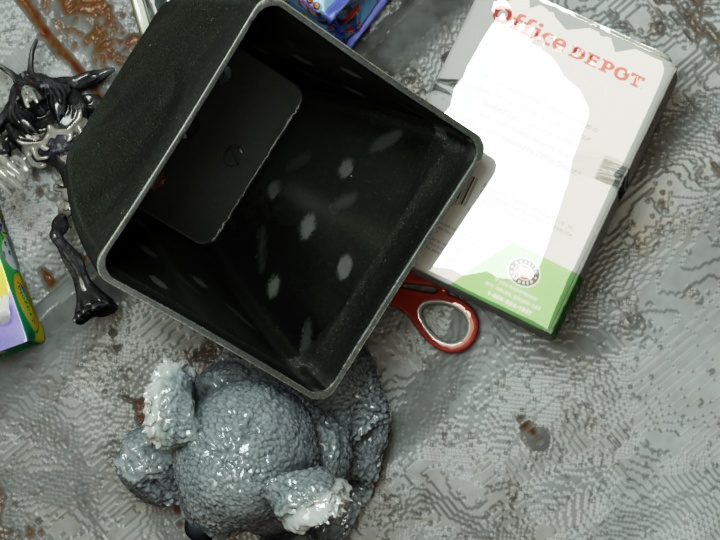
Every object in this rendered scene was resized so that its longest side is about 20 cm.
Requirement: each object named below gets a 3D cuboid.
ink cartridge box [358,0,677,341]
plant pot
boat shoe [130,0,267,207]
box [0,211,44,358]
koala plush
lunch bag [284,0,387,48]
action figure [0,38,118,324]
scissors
[{"bbox_3d":[0.109,-0.075,1.723,0.145,0.084,0.201,26,88,9],"label":"ink cartridge box"},{"bbox_3d":[-0.078,-0.067,1.660,0.199,0.177,0.201,31,92,-34],"label":"plant pot"},{"bbox_3d":[-0.113,-0.146,1.774,0.066,0.075,0.201,-18,89,-1],"label":"boat shoe"},{"bbox_3d":[-0.312,-0.025,1.821,0.117,0.048,0.201,-21,84,8],"label":"box"},{"bbox_3d":[-0.071,0.117,1.697,0.177,0.200,0.184,36,95,9],"label":"koala plush"},{"bbox_3d":[-0.011,-0.279,1.760,0.150,0.094,0.200,38,86,11],"label":"lunch bag"},{"bbox_3d":[-0.201,-0.072,1.774,0.118,0.102,0.201,-26,84,-6],"label":"action figure"},{"bbox_3d":[0.000,0.000,1.784,0.199,0.014,0.074,17,93,11],"label":"scissors"}]
